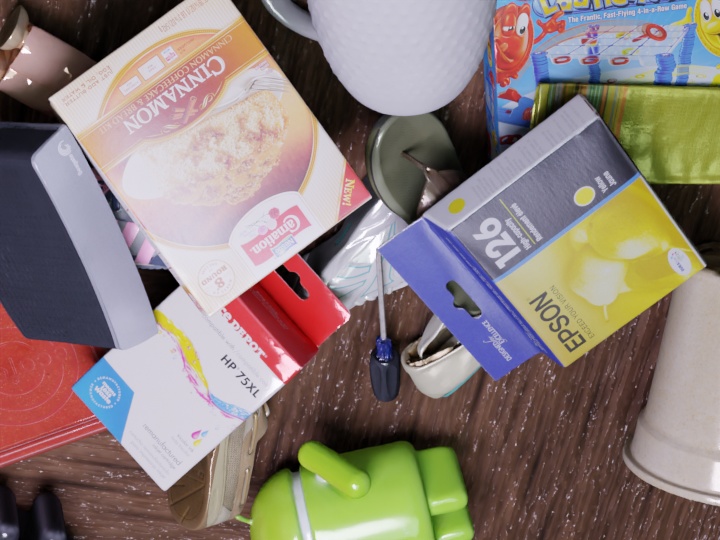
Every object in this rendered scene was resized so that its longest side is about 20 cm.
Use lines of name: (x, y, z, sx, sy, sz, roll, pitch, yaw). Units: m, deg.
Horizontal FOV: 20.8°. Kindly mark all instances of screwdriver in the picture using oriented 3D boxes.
screwdriver: (0.016, 0.048, 1.629, 0.029, 0.028, 0.200, -50, 154, -25)

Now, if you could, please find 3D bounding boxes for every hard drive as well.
hard drive: (-0.243, -0.023, 1.502, 0.135, 0.042, 0.200, 5, 131, 31)

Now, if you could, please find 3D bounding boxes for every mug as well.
mug: (0.008, -0.218, 1.479, 0.199, 0.148, 0.176, 14, 135, 20)

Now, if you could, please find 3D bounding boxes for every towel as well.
towel: (0.232, -0.107, 1.563, 0.199, 0.018, 0.086, 0, 118, -8)

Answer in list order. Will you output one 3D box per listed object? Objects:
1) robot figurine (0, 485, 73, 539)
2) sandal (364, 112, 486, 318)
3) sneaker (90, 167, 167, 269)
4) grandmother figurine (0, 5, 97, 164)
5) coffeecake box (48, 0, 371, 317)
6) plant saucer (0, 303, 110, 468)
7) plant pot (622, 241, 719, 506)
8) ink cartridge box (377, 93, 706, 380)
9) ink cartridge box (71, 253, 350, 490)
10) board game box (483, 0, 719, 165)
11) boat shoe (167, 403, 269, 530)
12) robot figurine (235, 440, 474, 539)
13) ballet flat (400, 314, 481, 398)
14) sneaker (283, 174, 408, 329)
robot figurine: (-0.310, 0.287, 1.695, 0.150, 0.125, 0.200, 28, 114, 15)
sandal: (0.071, -0.049, 1.564, 0.080, 0.057, 0.201, -43, 121, -23)
sneaker: (-0.183, -0.047, 1.535, 0.199, 0.070, 0.082, -6, 143, 15)
grandmother figurine: (-0.197, -0.130, 1.538, 0.200, 0.061, 0.121, 32, 125, -25)
coffeecake box: (-0.113, -0.090, 1.474, 0.153, 0.073, 0.200, -37, 95, -6)
plant saucer: (-0.290, 0.077, 1.642, 0.199, 0.037, 0.200, -19, 119, 3)
plant pot: (0.327, 0.078, 1.653, 0.200, 0.200, 0.184, 0, 105, -8)
ink cartridge box: (0.147, -0.011, 1.558, 0.200, 0.047, 0.198, -39, 130, 6)
ink cartridge box: (-0.118, 0.066, 1.577, 0.200, 0.067, 0.116, -43, 91, 16)
board game box: (0.198, -0.181, 1.562, 0.199, 0.056, 0.196, -8, 118, -3)
boat shoe: (-0.115, 0.122, 1.678, 0.064, 0.071, 0.201, -5, 115, -45)
robot figurine: (-0.005, 0.216, 1.705, 0.199, 0.116, 0.176, -12, 130, -1)
ballet flat: (0.114, 0.030, 1.654, 0.200, 0.070, 0.069, -42, 115, 13)
sneaker: (0.000, 0.000, 1.622, 0.080, 0.070, 0.200, 34, 108, -25)
